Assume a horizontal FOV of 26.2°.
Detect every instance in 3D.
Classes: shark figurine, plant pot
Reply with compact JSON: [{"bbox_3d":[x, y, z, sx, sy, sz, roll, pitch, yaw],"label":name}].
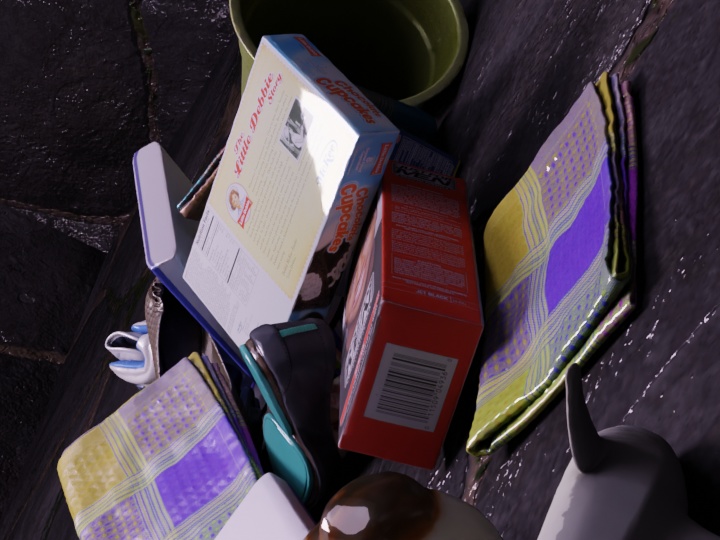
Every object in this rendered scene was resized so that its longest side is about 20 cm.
[{"bbox_3d":[0.091,0.123,0.522,0.128,0.089,0.215,80,-151,-48],"label":"shark figurine"},{"bbox_3d":[-0.028,-0.157,1.332,0.190,0.200,0.200,112,175,-54],"label":"plant pot"}]

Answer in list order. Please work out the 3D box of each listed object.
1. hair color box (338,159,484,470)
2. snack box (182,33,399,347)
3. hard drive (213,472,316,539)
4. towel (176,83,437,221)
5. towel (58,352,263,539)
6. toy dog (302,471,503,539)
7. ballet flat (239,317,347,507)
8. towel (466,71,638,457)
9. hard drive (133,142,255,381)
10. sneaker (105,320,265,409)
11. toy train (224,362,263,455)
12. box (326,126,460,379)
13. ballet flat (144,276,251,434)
[{"bbox_3d":[0.028,0.020,0.934,0.200,0.061,0.102,-87,13,-65],"label":"hair color box"},{"bbox_3d":[-0.051,-0.040,1.019,0.116,0.037,0.200,48,130,35],"label":"snack box"},{"bbox_3d":[-0.058,0.215,0.903,0.132,0.025,0.200,-54,25,3],"label":"hard drive"},{"bbox_3d":[-0.035,-0.081,1.177,0.147,0.200,0.022,-51,59,17],"label":"towel"},{"bbox_3d":[-0.140,0.150,1.085,0.144,0.023,0.200,-35,36,1],"label":"towel"},{"bbox_3d":[-0.002,0.181,0.636,0.194,0.139,0.200,-25,39,50],"label":"toy dog"},{"bbox_3d":[-0.031,0.093,1.022,0.200,0.073,0.073,82,-158,-55],"label":"ballet flat"},{"bbox_3d":[0.101,-0.007,0.833,0.144,0.023,0.200,-53,16,37],"label":"towel"},{"bbox_3d":[-0.108,0.009,1.209,0.025,0.200,0.132,-27,44,11],"label":"hard drive"},{"bbox_3d":[-0.167,0.086,1.434,0.081,0.146,0.200,-66,13,-11],"label":"sneaker"},{"bbox_3d":[-0.123,0.173,1.223,0.114,0.085,0.200,85,-169,-50],"label":"toy train"},{"bbox_3d":[0.000,0.000,1.126,0.200,0.064,0.070,-67,13,-14],"label":"box"},{"bbox_3d":[-0.131,0.073,1.201,0.046,0.067,0.200,84,170,-50],"label":"ballet flat"}]
